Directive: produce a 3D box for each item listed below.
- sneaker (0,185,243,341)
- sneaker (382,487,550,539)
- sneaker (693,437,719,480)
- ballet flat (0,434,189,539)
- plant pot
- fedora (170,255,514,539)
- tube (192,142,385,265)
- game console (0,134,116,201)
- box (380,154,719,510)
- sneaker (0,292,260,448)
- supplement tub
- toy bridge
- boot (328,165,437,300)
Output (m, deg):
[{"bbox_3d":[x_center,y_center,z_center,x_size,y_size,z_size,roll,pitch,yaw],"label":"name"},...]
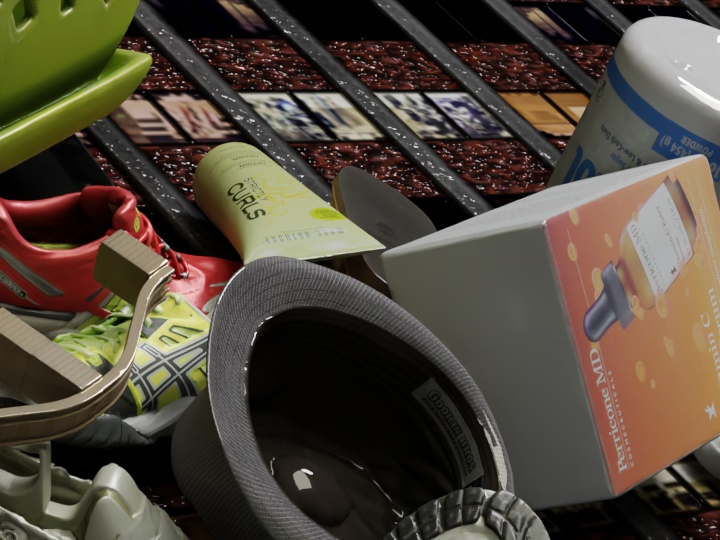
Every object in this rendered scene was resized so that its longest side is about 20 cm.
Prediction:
[{"bbox_3d":[-0.126,-0.002,1.446,0.199,0.085,0.077,8,32,-31],"label":"sneaker"},{"bbox_3d":[-0.002,0.177,1.209,0.199,0.089,0.077,-24,51,-7],"label":"sneaker"},{"bbox_3d":[0.294,0.102,1.624,0.199,0.085,0.073,14,31,-19],"label":"sneaker"},{"bbox_3d":[-0.145,0.109,1.255,0.199,0.072,0.072,24,27,-4],"label":"ballet flat"},{"bbox_3d":[-0.225,-0.157,1.443,0.198,0.182,0.200,11,24,25],"label":"plant pot"},{"bbox_3d":[-0.021,0.094,1.327,0.200,0.090,0.177,23,49,-33],"label":"fedora"},{"bbox_3d":[-0.048,-0.030,1.528,0.052,0.058,0.200,43,0,-20],"label":"tube"},{"bbox_3d":[-0.244,-0.075,1.544,0.176,0.031,0.200,-5,38,-36],"label":"game console"},{"bbox_3d":[0.121,0.034,1.491,0.106,0.153,0.200,-12,6,34],"label":"box"},{"bbox_3d":[-0.120,0.047,1.350,0.075,0.077,0.200,7,5,39],"label":"sneaker"},{"bbox_3d":[0.178,-0.039,1.645,0.131,0.201,0.132,20,27,-10],"label":"supplement tub"},{"bbox_3d":[-0.148,0.045,1.256,0.067,0.027,0.200,33,39,17],"label":"toy bridge"},{"bbox_3d":[0.000,0.000,1.562,0.073,0.076,0.200,30,20,-10],"label":"boot"}]
